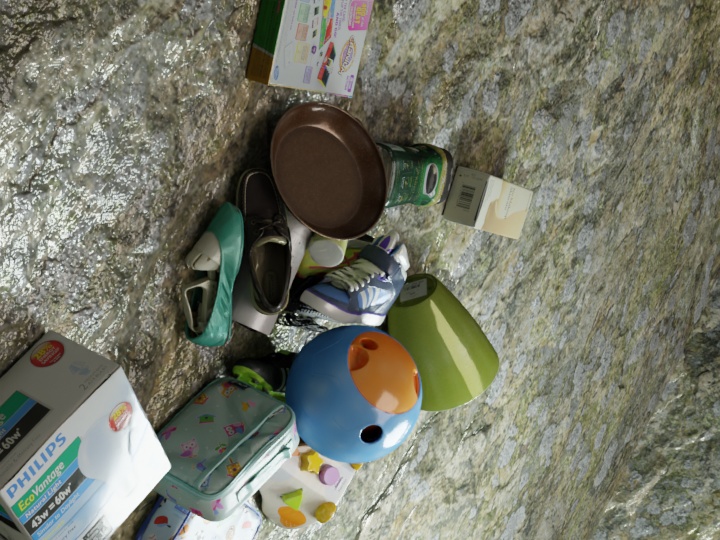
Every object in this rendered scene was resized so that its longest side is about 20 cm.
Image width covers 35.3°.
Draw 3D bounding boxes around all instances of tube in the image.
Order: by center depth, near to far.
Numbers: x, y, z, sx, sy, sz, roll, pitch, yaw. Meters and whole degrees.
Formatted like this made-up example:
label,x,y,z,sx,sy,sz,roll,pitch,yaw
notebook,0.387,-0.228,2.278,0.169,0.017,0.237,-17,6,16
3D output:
label,x,y,z,sx,sy,sz,roll,pitch,yaw
tube,-0.030,-0.088,1.643,0.052,0.058,0.200,55,30,-31

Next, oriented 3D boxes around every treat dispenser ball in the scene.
label,x,y,z,sx,sy,sz,roll,pitch,yaw
treat dispenser ball,-0.010,0.179,1.651,0.201,0.201,0.201,-33,133,-45

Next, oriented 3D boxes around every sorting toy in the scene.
label,x,y,z,sx,sy,sz,roll,pitch,yaw
sorting toy,-0.102,0.298,1.807,0.180,0.107,0.200,44,68,-36

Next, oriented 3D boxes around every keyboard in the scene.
label,x,y,z,sx,sy,sz,roll,pitch,yaw
keyboard,-0.052,0.064,1.738,0.104,0.040,0.200,-42,153,18

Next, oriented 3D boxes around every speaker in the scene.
label,x,y,z,sx,sy,sz,roll,pitch,yaw
speaker,-0.126,-0.012,1.585,0.081,0.081,0.200,30,81,-58

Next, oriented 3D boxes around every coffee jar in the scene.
label,x,y,z,sx,sy,sz,roll,pitch,yaw
coffee jar,0.069,-0.153,1.806,0.200,0.085,0.104,-7,109,-55

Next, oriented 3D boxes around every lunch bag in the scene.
label,x,y,z,sx,sy,sz,roll,pitch,yaw
lunch bag,-0.185,0.241,1.557,0.200,0.160,0.077,-44,141,-34
lunch bag,-0.230,0.378,1.649,0.160,0.075,0.200,-62,147,-18

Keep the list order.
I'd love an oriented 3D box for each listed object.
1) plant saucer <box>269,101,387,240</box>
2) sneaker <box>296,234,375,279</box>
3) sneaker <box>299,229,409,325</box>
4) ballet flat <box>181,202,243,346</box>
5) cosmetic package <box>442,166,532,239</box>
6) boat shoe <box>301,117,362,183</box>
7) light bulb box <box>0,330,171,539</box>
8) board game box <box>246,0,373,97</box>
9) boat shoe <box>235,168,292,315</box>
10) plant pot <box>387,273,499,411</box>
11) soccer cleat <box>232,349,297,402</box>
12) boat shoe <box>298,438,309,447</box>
label,x,y,z,sx,sy,sz,roll,pitch,yaw
plant saucer,-0.050,-0.134,1.564,0.200,0.037,0.201,14,67,-36
sneaker,-0.037,-0.022,1.736,0.200,0.078,0.090,4,112,-52
sneaker,0.000,0.000,1.665,0.200,0.081,0.147,13,103,-57
ballet flat,-0.200,0.009,1.501,0.070,0.067,0.200,-5,110,-41
cosmetic package,0.239,-0.123,2.101,0.200,0.071,0.105,6,101,-58
boat shoe,-0.046,-0.165,1.647,0.200,0.057,0.067,-38,136,-41
light bulb box,-0.352,0.217,1.318,0.198,0.125,0.200,-50,144,-30
board game box,-0.065,-0.322,1.545,0.200,0.040,0.153,-3,109,-57
boat shoe,-0.122,-0.041,1.512,0.073,0.065,0.200,-10,90,-17
plant pot,0.123,0.110,1.976,0.187,0.187,0.200,-48,127,-32
soccer cleat,-0.133,0.151,1.690,0.200,0.067,0.081,45,59,-63
boat shoe,-0.123,0.246,1.698,0.200,0.065,0.071,-6,153,-37
